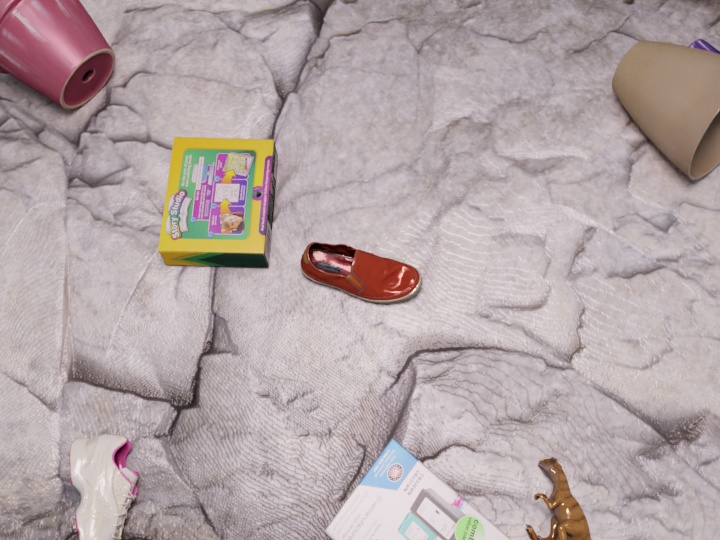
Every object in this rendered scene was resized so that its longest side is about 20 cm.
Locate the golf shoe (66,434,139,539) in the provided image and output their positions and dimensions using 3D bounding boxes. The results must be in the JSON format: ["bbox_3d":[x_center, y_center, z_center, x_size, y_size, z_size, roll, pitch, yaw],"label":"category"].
[{"bbox_3d":[-0.347,0.323,1.028,0.089,0.076,0.205,-13,70,-8],"label":"golf shoe"}]

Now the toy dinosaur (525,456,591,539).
[{"bbox_3d":[0.288,0.355,1.014,0.104,0.061,0.204,-22,70,-9],"label":"toy dinosaur"}]

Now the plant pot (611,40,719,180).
[{"bbox_3d":[0.515,-0.285,1.213,0.186,0.189,0.200,-37,58,-13],"label":"plant pot"}]

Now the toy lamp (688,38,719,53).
[{"bbox_3d":[0.624,-0.307,1.272,0.057,0.058,0.203,-25,72,-9],"label":"toy lamp"}]

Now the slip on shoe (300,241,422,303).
[{"bbox_3d":[0.000,0.000,1.156,0.194,0.062,0.076,14,67,5],"label":"slip on shoe"}]

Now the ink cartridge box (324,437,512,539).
[{"bbox_3d":[0.074,0.350,0.971,0.198,0.147,0.148,37,73,14],"label":"ink cartridge box"}]

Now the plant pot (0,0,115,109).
[{"bbox_3d":[-0.519,-0.381,1.253,0.179,0.200,0.201,42,74,0],"label":"plant pot"}]

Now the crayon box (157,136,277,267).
[{"bbox_3d":[-0.226,-0.111,1.204,0.167,0.059,0.206,1,68,3],"label":"crayon box"}]
